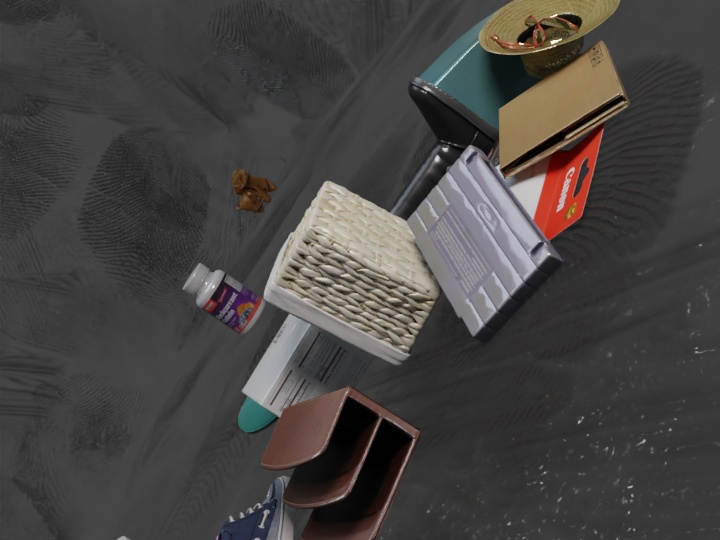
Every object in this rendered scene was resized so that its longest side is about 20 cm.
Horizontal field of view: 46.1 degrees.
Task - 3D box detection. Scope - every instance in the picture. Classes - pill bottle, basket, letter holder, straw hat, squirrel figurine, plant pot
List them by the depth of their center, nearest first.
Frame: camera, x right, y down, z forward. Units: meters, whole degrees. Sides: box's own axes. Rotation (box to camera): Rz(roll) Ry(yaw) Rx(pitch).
[{"bbox_3d":[-0.041,0.230,0.958,0.200,0.100,0.144,-31,30,60],"label":"letter holder"},{"bbox_3d":[0.000,0.000,1.059,0.124,0.198,0.136,-59,9,33],"label":"basket"},{"bbox_3d":[0.262,-0.309,1.161,0.198,0.086,0.202,-16,35,11],"label":"straw hat"},{"bbox_3d":[0.197,-0.296,1.286,0.200,0.141,0.141,-46,15,9],"label":"plant pot"},{"bbox_3d":[-0.354,0.070,2.188,0.112,0.199,0.112,-51,14,18],"label":"pill bottle"},{"bbox_3d":[-0.462,-0.315,3.456,0.141,0.200,0.187,-42,10,28],"label":"squirrel figurine"}]

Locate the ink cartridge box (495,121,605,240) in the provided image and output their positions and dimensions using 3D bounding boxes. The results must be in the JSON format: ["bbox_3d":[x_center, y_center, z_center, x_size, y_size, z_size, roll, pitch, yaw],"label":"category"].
[{"bbox_3d":[0.190,-0.083,0.987,0.200,0.047,0.161,-41,21,52],"label":"ink cartridge box"}]

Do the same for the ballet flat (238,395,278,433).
[{"bbox_3d":[-0.133,0.197,1.451,0.201,0.072,0.072,-53,14,11],"label":"ballet flat"}]

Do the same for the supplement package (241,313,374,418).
[{"bbox_3d":[-0.065,0.129,1.244,0.202,0.110,0.156,-58,14,-10],"label":"supplement package"}]

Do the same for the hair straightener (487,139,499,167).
[{"bbox_3d":[0.180,-0.122,1.154,0.201,0.041,0.077,-55,13,-12],"label":"hair straightener"}]

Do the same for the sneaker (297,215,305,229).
[{"bbox_3d":[-0.067,-0.066,1.689,0.079,0.115,0.200,-61,14,-24],"label":"sneaker"}]

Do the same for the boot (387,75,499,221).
[{"bbox_3d":[0.090,-0.150,1.209,0.201,0.163,0.066,-57,14,10],"label":"boot"}]

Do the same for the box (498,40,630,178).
[{"bbox_3d":[0.241,-0.201,1.042,0.162,0.021,0.201,-32,22,25],"label":"box"}]

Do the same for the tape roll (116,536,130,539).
[{"bbox_3d":[-0.351,0.523,1.264,0.203,0.138,0.203,-51,15,19],"label":"tape roll"}]

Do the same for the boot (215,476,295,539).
[{"bbox_3d":[-0.131,0.315,1.051,0.200,0.089,0.074,-100,27,-71],"label":"boot"}]

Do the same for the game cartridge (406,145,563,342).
[{"bbox_3d":[0.131,-0.032,0.943,0.130,0.038,0.201,-53,41,26],"label":"game cartridge"}]
